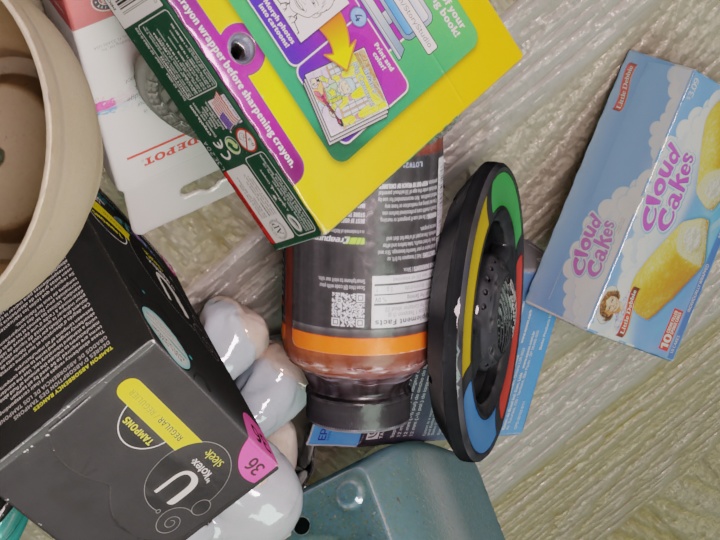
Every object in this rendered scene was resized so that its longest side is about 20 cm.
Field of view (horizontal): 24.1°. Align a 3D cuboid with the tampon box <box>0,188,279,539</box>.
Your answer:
[{"bbox_3d":[-0.165,0.055,1.009,0.126,0.200,0.150,-37,137,2],"label":"tampon box"}]

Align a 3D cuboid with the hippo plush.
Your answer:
[{"bbox_3d":[-0.117,0.116,1.112,0.197,0.161,0.161,-10,115,-5],"label":"hippo plush"}]

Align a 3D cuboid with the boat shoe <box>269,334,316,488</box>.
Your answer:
[{"bbox_3d":[-0.071,0.143,1.270,0.071,0.071,0.202,-12,134,-26],"label":"boat shoe"}]

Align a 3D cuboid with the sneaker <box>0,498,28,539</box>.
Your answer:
[{"bbox_3d":[-0.301,0.170,1.128,0.199,0.084,0.121,-30,131,-10],"label":"sneaker"}]

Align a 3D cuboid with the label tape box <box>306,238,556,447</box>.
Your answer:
[{"bbox_3d":[0.048,0.052,1.254,0.198,0.066,0.145,0,115,-33],"label":"label tape box"}]

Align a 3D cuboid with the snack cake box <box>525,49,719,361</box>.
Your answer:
[{"bbox_3d":[0.214,-0.046,1.245,0.114,0.067,0.202,18,95,-45],"label":"snack cake box"}]

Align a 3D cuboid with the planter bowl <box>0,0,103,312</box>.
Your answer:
[{"bbox_3d":[-0.218,-0.064,0.893,0.200,0.200,0.135,-48,166,14],"label":"planter bowl"}]

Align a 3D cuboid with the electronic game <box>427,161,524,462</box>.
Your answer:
[{"bbox_3d":[0.084,0.028,1.133,0.041,0.201,0.201,4,141,16],"label":"electronic game"}]

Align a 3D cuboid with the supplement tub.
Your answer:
[{"bbox_3d":[0.000,0.000,1.100,0.106,0.107,0.203,-6,104,-31],"label":"supplement tub"}]

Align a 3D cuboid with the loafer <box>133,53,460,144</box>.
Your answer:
[{"bbox_3d":[-0.037,-0.114,0.958,0.198,0.070,0.075,6,147,-31],"label":"loafer"}]

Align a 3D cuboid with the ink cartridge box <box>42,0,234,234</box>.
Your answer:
[{"bbox_3d":[-0.114,-0.128,0.980,0.116,0.068,0.201,-25,138,-16],"label":"ink cartridge box"}]

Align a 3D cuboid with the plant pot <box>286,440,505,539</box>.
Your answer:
[{"bbox_3d":[0.003,0.238,1.222,0.195,0.197,0.200,-27,154,10],"label":"plant pot"}]

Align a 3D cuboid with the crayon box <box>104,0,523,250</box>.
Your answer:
[{"bbox_3d":[-0.031,-0.144,0.880,0.172,0.058,0.201,-43,106,-31],"label":"crayon box"}]
